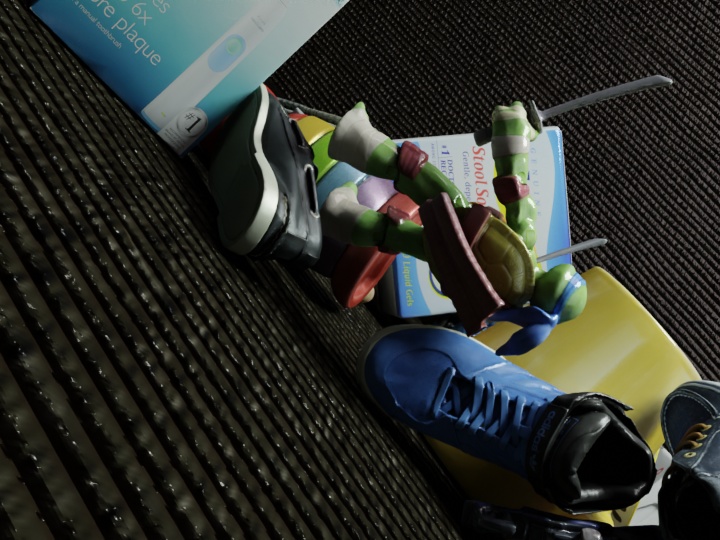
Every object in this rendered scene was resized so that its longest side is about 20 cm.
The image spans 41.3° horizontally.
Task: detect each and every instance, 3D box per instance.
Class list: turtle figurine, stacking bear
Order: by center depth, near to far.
[{"bbox_3d":[0.080,-0.047,0.658,0.192,0.202,0.144,24,-16,15],"label":"turtle figurine"},{"bbox_3d":[-0.051,-0.078,0.774,0.200,0.122,0.114,41,14,8],"label":"stacking bear"}]

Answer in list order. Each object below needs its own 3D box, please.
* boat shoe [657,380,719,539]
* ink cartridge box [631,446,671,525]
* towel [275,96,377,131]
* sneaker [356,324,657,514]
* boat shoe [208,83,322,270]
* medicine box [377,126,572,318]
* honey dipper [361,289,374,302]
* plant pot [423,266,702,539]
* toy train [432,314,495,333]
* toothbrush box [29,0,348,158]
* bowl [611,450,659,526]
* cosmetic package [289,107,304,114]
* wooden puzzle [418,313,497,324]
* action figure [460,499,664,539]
[{"bbox_3d":[0.221,0.125,0.605,0.090,0.072,0.201,12,20,-14],"label":"boat shoe"},{"bbox_3d":[0.333,0.287,1.152,0.085,0.146,0.200,50,6,3],"label":"ink cartridge box"},{"bbox_3d":[-0.029,-0.123,1.183,0.198,0.035,0.194,23,-28,38],"label":"towel"},{"bbox_3d":[0.097,0.093,0.608,0.198,0.078,0.111,29,-7,-13],"label":"sneaker"},{"bbox_3d":[-0.059,-0.066,0.659,0.066,0.075,0.200,27,20,-25],"label":"boat shoe"},{"bbox_3d":[0.115,-0.053,1.032,0.103,0.197,0.185,-164,-112,-79],"label":"medicine box"},{"bbox_3d":[0.000,0.000,1.035,0.038,0.038,0.200,48,9,-14],"label":"honey dipper"},{"bbox_3d":[0.162,0.106,0.773,0.201,0.189,0.201,48,4,-5],"label":"plant pot"},{"bbox_3d":[0.144,0.136,1.020,0.201,0.086,0.114,51,14,-8],"label":"toy train"},{"bbox_3d":[-0.107,-0.206,0.666,0.147,0.200,0.085,46,5,-32],"label":"toothbrush box"},{"bbox_3d":[0.214,0.179,0.917,0.093,0.203,0.201,23,1,10],"label":"bowl"},{"bbox_3d":[-0.049,-0.095,1.013,0.113,0.081,0.200,46,7,-21],"label":"cosmetic package"},{"bbox_3d":[0.142,0.074,1.174,0.184,0.047,0.200,30,-13,24],"label":"wooden puzzle"},{"bbox_3d":[0.151,0.210,0.574,0.197,0.106,0.194,12,9,1],"label":"action figure"}]
